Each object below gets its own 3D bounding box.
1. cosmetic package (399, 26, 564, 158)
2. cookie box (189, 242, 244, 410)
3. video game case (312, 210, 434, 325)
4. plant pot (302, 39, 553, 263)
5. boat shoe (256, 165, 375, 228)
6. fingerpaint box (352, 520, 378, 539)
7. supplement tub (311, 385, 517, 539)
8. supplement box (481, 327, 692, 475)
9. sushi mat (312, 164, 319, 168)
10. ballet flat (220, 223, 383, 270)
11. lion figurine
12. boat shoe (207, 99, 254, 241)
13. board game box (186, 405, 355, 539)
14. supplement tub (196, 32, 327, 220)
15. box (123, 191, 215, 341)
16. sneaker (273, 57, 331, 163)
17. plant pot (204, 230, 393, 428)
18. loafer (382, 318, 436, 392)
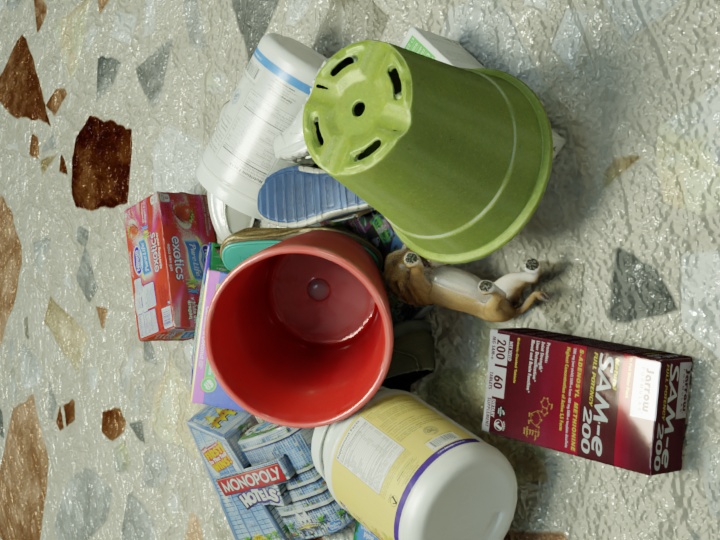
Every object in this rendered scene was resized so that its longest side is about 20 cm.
[{"bbox_3d":[0.110,-0.159,1.103,0.200,0.084,0.108,50,120,35],"label":"cosmetic package"},{"bbox_3d":[-0.176,0.067,1.339,0.200,0.074,0.173,-129,47,-76],"label":"cookie box"},{"bbox_3d":[0.000,0.000,1.252,0.182,0.023,0.201,-47,61,36],"label":"video game case"},{"bbox_3d":[0.048,-0.125,0.959,0.199,0.189,0.202,-11,72,36],"label":"plant pot"},{"bbox_3d":[-0.031,-0.085,1.205,0.198,0.072,0.073,-3,83,34],"label":"boat shoe"},{"bbox_3d":[0.073,0.362,1.140,0.199,0.073,0.169,18,102,45],"label":"fingerpaint box"},{"bbox_3d":[0.051,0.213,1.077,0.199,0.144,0.147,28,109,51],"label":"supplement tub"},{"bbox_3d":[0.216,0.123,1.004,0.199,0.061,0.110,7,94,45],"label":"supplement box"},{"bbox_3d":[-0.053,-0.121,1.325,0.199,0.012,0.097,-11,80,46],"label":"sushi mat"},{"bbox_3d":[-0.069,-0.028,1.237,0.198,0.073,0.068,-1,117,9],"label":"ballet flat"},{"bbox_3d":[0.109,0.019,1.092,0.199,0.123,0.073,26,65,20],"label":"lion figurine"},{"bbox_3d":[-0.160,-0.136,1.397,0.069,0.070,0.202,1,89,48],"label":"boat shoe"},{"bbox_3d":[-0.124,0.252,1.303,0.199,0.062,0.201,-24,99,44],"label":"board game box"},{"bbox_3d":[-0.107,-0.179,1.283,0.132,0.131,0.201,45,113,37],"label":"supplement tub"},{"bbox_3d":[-0.270,-0.005,1.493,0.099,0.095,0.202,-21,74,44],"label":"box"},{"bbox_3d":[-0.032,-0.183,1.155,0.199,0.077,0.100,-21,76,47],"label":"sneaker"},{"bbox_3d":[-0.054,0.045,1.124,0.198,0.177,0.203,2,107,7],"label":"plant pot"},{"bbox_3d":[0.016,0.135,1.204,0.200,0.075,0.070,-46,54,36],"label":"loafer"}]
